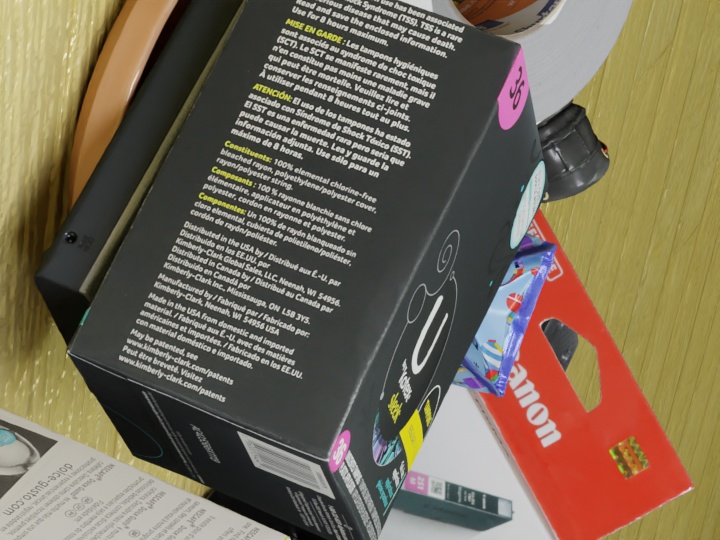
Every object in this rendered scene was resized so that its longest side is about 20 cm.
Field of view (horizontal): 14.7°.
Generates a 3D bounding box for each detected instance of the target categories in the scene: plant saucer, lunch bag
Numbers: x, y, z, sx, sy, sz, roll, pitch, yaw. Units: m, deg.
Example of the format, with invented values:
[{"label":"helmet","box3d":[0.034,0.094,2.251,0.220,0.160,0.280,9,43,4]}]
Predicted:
[{"label":"plant saucer","box3d":[-0.084,-0.079,1.310,0.201,0.032,0.201,-57,161,-32]},{"label":"lunch bag","box3d":[0.000,0.000,1.467,0.094,0.150,0.200,-70,164,4]}]

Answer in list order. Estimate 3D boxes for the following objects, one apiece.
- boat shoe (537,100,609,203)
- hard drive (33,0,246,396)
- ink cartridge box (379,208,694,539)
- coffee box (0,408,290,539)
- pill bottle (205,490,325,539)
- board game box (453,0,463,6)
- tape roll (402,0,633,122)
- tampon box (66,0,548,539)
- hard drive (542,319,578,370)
[{"label":"boat shoe","box3d":[0.090,-0.069,1.695,0.074,0.063,0.201,-35,-171,-14]},{"label":"hard drive","box3d":[-0.075,-0.048,1.264,0.201,0.033,0.140,-62,163,-20]},{"label":"ink cartridge box","box3d":[0.067,0.082,1.590,0.173,0.201,0.044,-31,167,9]},{"label":"coffee box","box3d":[-0.169,0.188,1.074,0.200,0.197,0.200,-39,147,-60]},{"label":"pill bottle","box3d":[-0.059,0.231,1.642,0.112,0.111,0.201,-44,151,-55]},{"label":"board game box","box3d":[0.055,-0.182,1.632,0.201,0.028,0.135,-67,164,-4]},{"label":"tape roll","box3d":[0.055,-0.173,1.416,0.200,0.066,0.201,-14,111,-40]},{"label":"tampon box","box3d":[-0.016,-0.004,1.221,0.201,0.126,0.150,-64,164,-16]},{"label":"hard drive","box3d":[0.109,0.110,2.157,0.200,0.042,0.135,-62,162,-19]}]
